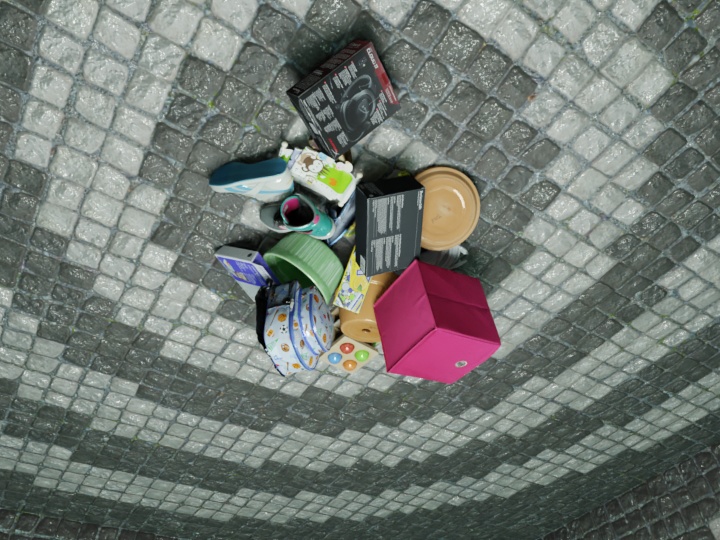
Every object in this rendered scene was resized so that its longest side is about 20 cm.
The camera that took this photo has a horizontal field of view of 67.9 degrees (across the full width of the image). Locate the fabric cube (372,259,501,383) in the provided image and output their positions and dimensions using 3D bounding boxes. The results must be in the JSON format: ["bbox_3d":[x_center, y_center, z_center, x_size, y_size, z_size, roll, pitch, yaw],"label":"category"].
[{"bbox_3d":[0.175,0.127,1.267,0.198,0.201,0.196,16,134,-30],"label":"fabric cube"}]

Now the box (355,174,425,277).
[{"bbox_3d":[0.063,-0.099,1.204,0.140,0.079,0.202,-12,126,-18],"label":"box"}]

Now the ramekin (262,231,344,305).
[{"bbox_3d":[-0.136,-0.006,1.326,0.199,0.098,0.201,30,154,16],"label":"ramekin"}]

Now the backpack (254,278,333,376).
[{"bbox_3d":[-0.147,0.140,1.236,0.153,0.192,0.201,-12,134,22],"label":"backpack"}]

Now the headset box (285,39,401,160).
[{"bbox_3d":[-0.023,-0.344,1.060,0.200,0.077,0.149,-41,128,-8],"label":"headset box"}]

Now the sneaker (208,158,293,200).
[{"bbox_3d":[-0.248,-0.195,1.204,0.198,0.077,0.081,0,144,16],"label":"sneaker"}]

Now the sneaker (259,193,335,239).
[{"bbox_3d":[-0.165,-0.127,1.225,0.198,0.085,0.121,11,167,21],"label":"sneaker"}]

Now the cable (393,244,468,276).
[{"bbox_3d":[0.158,-0.062,1.382,0.199,0.070,0.200,-27,128,19],"label":"cable"}]

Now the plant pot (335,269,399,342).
[{"bbox_3d":[0.021,0.101,1.429,0.198,0.141,0.201,7,149,4],"label":"plant pot"}]

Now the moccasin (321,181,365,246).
[{"bbox_3d":[-0.050,-0.140,1.297,0.068,0.081,0.200,35,106,-26],"label":"moccasin"}]

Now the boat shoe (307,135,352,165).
[{"bbox_3d":[-0.081,-0.292,1.156,0.071,0.073,0.201,-13,132,22],"label":"boat shoe"}]

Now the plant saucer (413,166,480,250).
[{"bbox_3d":[0.189,-0.145,1.277,0.198,0.032,0.203,-1,106,-3],"label":"plant saucer"}]

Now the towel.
[{"bbox_3d":[0.039,-0.156,1.261,0.018,0.086,0.200,44,111,0],"label":"towel"}]

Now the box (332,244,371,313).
[{"bbox_3d":[0.000,0.000,1.317,0.069,0.064,0.202,20,89,2],"label":"box"}]

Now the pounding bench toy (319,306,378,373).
[{"bbox_3d":[-0.008,0.214,1.553,0.199,0.157,0.124,30,125,-28],"label":"pounding bench toy"}]

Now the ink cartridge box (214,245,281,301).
[{"bbox_3d":[-0.251,0.026,1.366,0.199,0.044,0.199,14,146,40],"label":"ink cartridge box"}]

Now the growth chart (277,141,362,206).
[{"bbox_3d":[-0.099,-0.217,1.194,0.198,0.018,0.145,23,146,-3],"label":"growth chart"}]
